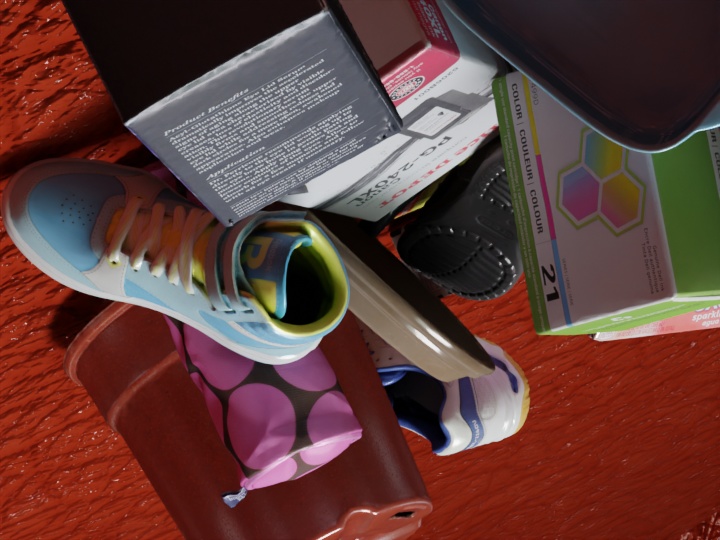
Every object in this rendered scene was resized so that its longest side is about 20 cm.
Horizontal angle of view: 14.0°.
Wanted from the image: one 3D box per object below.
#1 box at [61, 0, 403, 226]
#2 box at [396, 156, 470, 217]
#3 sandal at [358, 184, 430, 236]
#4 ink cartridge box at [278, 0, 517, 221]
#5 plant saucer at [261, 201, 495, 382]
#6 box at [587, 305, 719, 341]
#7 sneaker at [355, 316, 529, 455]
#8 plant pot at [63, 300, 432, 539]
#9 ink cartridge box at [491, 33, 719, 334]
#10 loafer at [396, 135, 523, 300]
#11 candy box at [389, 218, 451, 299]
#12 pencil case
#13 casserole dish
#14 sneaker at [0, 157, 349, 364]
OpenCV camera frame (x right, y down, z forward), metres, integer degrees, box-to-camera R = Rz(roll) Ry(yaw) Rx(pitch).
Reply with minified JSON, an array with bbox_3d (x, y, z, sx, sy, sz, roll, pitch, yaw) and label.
[{"bbox_3d":[-0.071,-0.126,1.347,0.104,0.149,0.200,-29,163,4],"label":"box"},{"bbox_3d":[0.088,-0.095,1.869,0.199,0.050,0.075,-22,164,-21],"label":"box"},{"bbox_3d":[0.063,-0.103,1.783,0.200,0.045,0.075,-43,174,-13],"label":"sandal"},{"bbox_3d":[0.006,-0.106,1.642,0.145,0.084,0.200,-35,162,19],"label":"ink cartridge box"},{"bbox_3d":[0.000,0.000,1.748,0.029,0.200,0.200,-48,161,5],"label":"plant saucer"},{"bbox_3d":[0.215,-0.028,1.847,0.199,0.103,0.095,-5,125,-27],"label":"box"},{"bbox_3d":[0.019,0.055,1.981,0.088,0.200,0.076,-22,132,-43],"label":"sneaker"},{"bbox_3d":[-0.061,0.103,1.885,0.200,0.196,0.201,-26,163,-8],"label":"plant pot"},{"bbox_3d":[0.176,-0.058,1.558,0.075,0.149,0.199,-3,170,-43],"label":"ink cartridge box"},{"bbox_3d":[0.088,-0.043,1.781,0.071,0.073,0.200,-61,-170,-29],"label":"loafer"},{"bbox_3d":[0.111,-0.036,1.975,0.136,0.061,0.200,-24,180,-13],"label":"candy box"},{"bbox_3d":[-0.079,0.030,1.714,0.090,0.201,0.094,-25,173,-5],"label":"pencil case"},{"bbox_3d":[0.126,-0.147,1.526,0.121,0.200,0.039,-51,168,5],"label":"casserole dish"},{"bbox_3d":[-0.093,-0.016,1.593,0.199,0.080,0.131,21,167,-14],"label":"sneaker"}]
